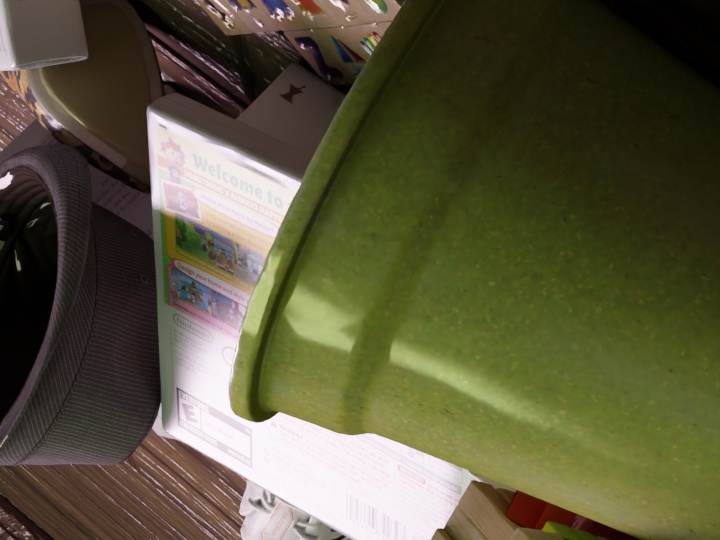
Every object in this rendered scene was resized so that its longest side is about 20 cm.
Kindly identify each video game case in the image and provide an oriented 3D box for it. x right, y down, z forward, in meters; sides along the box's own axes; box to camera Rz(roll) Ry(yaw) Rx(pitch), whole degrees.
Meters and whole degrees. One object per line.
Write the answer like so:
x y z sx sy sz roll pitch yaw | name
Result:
-0.018 0.034 1.107 0.200 0.022 0.182 26 131 35 | video game case

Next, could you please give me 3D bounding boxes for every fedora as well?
-0.149 0.034 1.230 0.090 0.177 0.200 21 -153 -28 | fedora

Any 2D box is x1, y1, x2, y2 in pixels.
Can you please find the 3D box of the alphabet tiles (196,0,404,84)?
-0.051 -0.144 1.076 0.167 0.008 0.200 49 164 -19 | alphabet tiles

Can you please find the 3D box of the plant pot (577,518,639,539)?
0.188 0.173 1.000 0.200 0.200 0.176 36 175 25 | plant pot

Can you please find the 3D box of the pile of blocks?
0.080 0.122 0.853 0.082 0.062 0.200 26 -165 -13 | pile of blocks

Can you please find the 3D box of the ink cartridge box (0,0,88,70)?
-0.205 -0.185 1.222 0.200 0.044 0.174 7 107 60 | ink cartridge box

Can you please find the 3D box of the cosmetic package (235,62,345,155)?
0.000 0.000 1.204 0.101 0.071 0.200 35 162 28 | cosmetic package

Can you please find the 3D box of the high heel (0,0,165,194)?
-0.153 -0.096 1.313 0.200 0.071 0.143 56 162 20 | high heel

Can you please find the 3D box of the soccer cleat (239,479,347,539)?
-0.026 0.108 1.260 0.069 0.085 0.200 40 166 13 | soccer cleat

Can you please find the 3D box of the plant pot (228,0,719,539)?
0.084 0.006 0.838 0.184 0.200 0.200 29 162 10 | plant pot

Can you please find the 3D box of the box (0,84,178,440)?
-0.110 0.001 1.410 0.200 0.106 0.152 51 162 -23 | box

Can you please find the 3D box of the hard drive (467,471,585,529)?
0.112 0.088 1.039 0.027 0.132 0.200 32 161 31 | hard drive
